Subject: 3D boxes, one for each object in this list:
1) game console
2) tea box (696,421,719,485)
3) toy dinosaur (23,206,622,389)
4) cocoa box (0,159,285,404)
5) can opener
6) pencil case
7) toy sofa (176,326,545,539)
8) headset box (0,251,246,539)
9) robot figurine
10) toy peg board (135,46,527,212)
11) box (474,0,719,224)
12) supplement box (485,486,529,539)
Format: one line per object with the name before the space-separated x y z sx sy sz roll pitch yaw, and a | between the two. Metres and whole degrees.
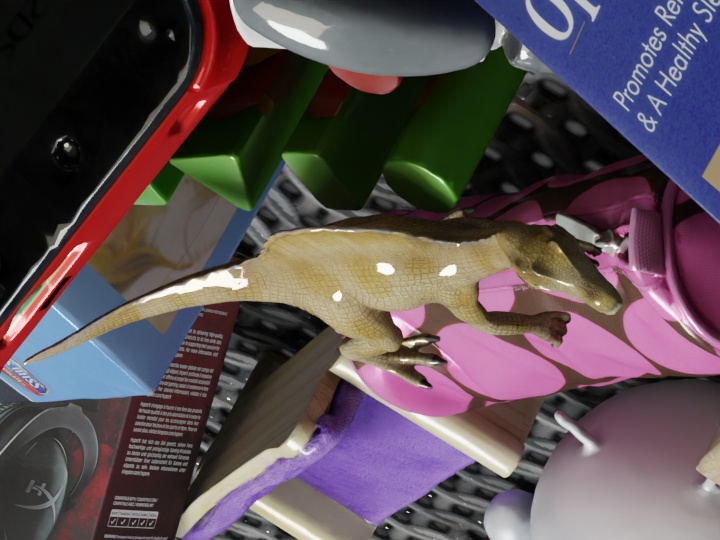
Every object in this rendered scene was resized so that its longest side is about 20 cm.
game console | -0.142 -0.070 0.867 0.177 0.031 0.200 44 120 4
tea box | 0.229 0.019 0.786 0.196 0.134 0.200 29 155 0
toy dinosaur | 0.000 0.000 0.886 0.199 0.059 0.101 -7 165 30
cocoa box | -0.145 -0.061 1.016 0.131 0.134 0.200 -6 138 49
can opener | 0.059 -0.071 0.787 0.199 0.067 0.053 1 135 -13
pencil case | 0.068 0.002 0.972 0.093 0.091 0.200 -9 176 -36
toy sofa | -0.001 0.070 1.151 0.083 0.098 0.200 31 156 -8
headset box | -0.142 0.049 1.174 0.148 0.201 0.077 17 -178 24
robot figurine | 0.132 0.118 1.091 0.169 0.113 0.200 4 146 27
toy peg board | -0.042 -0.104 0.877 0.199 0.098 0.199 2 144 43
box | 0.057 -0.108 0.702 0.200 0.032 0.121 45 141 18
supplement box | 0.073 0.211 1.222 0.110 0.201 0.086 22 155 11
